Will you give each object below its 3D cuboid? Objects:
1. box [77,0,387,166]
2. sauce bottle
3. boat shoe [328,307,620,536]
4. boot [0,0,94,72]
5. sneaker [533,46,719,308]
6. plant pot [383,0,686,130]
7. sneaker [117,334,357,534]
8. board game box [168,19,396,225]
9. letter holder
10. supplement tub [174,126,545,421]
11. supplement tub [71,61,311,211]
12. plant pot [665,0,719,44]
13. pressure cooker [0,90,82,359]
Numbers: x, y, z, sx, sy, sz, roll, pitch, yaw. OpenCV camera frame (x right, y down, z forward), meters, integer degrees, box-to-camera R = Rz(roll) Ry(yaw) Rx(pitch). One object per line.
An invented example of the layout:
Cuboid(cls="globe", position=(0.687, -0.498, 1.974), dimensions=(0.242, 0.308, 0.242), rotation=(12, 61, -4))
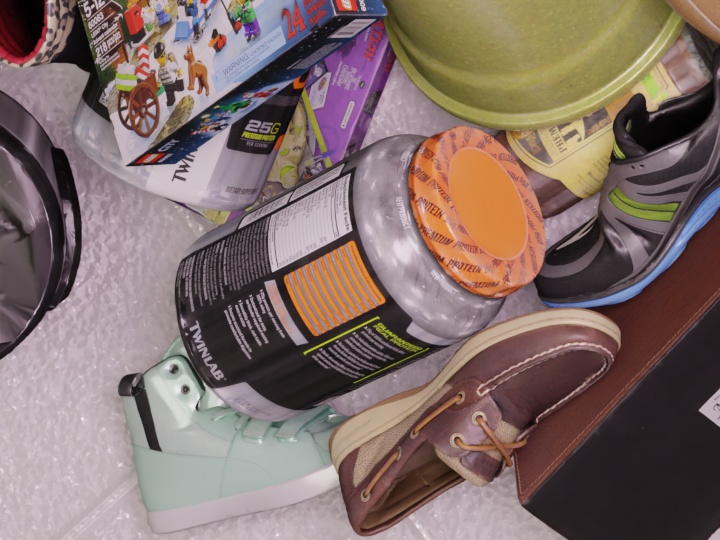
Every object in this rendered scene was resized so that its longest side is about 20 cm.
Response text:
Cuboid(cls="box", position=(-0.078, -0.156, 1.370), dimensions=(0.200, 0.038, 0.137), rotation=(-31, 72, 46))
Cuboid(cls="sauce bottle", position=(0.122, -0.072, 1.480), dimensions=(0.200, 0.065, 0.065), rotation=(-33, 81, 21))
Cuboid(cls="boat shoe", position=(0.066, 0.090, 1.431), dimensions=(0.200, 0.072, 0.072), rotation=(-30, 48, 28))
Cuboid(cls="boot", position=(-0.176, -0.215, 1.545), dimensions=(0.073, 0.154, 0.204), rotation=(-3, 93, 23))
Cuboid(cls="sneaker", position=(0.162, -0.054, 1.422), dimensions=(0.083, 0.071, 0.200), rotation=(34, 125, -17))
Cuboid(cls="plant pot", position=(0.066, -0.201, 1.396), dimensions=(0.200, 0.184, 0.201), rotation=(-8, 70, 23))
Cuboid(cls="sneaker", position=(-0.062, 0.083, 1.561), dimensions=(0.200, 0.074, 0.118), rotation=(-17, 94, 25))
Cuboid(cls="board game box", position=(-0.047, -0.118, 1.567), dimensions=(0.120, 0.032, 0.200), rotation=(28, 104, 21))
Cuboid(cls="letter holder", position=(0.185, 0.057, 1.456), dimensions=(0.100, 0.142, 0.200), rotation=(36, 109, -17))
Cuboid(cls="supplement tub", position=(0.000, 0.000, 1.456), dimensions=(0.200, 0.122, 0.123), rotation=(-25, 84, 35))
Cuboid(cls="supplement tub", position=(-0.082, -0.146, 1.499), dimensions=(0.122, 0.122, 0.200), rotation=(27, 105, 18))
Cuboid(cls="plant pot", position=(0.188, -0.201, 1.377), dimensions=(0.027, 0.200, 0.200), rotation=(-25, 84, 39))
Cuboid(cls="pressure cooker", position=(-0.266, -0.036, 1.581), dimensions=(0.176, 0.200, 0.179), rotation=(-34, 103, 2))
